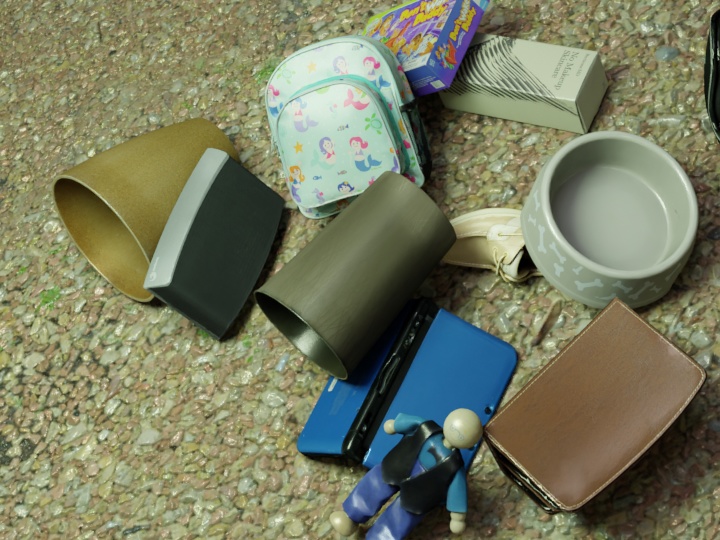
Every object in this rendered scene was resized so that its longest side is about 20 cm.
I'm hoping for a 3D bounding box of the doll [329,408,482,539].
[{"bbox_3d":[0.058,0.215,1.508,0.137,0.048,0.200,50,116,20],"label":"doll"}]

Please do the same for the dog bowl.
[{"bbox_3d":[0.275,-0.061,1.606,0.197,0.059,0.203,3,65,-5],"label":"dog bowl"}]

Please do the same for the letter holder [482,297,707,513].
[{"bbox_3d":[0.246,0.156,1.496,0.200,0.101,0.142,-43,54,-9],"label":"letter holder"}]

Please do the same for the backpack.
[{"bbox_3d":[-0.021,-0.172,1.744,0.175,0.150,0.203,-14,94,16],"label":"backpack"}]

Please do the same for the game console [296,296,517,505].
[{"bbox_3d":[0.050,0.144,1.638,0.170,0.118,0.201,-9,47,56],"label":"game console"}]

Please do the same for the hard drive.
[{"bbox_3d":[-0.168,-0.035,1.775,0.042,0.134,0.202,-11,49,49],"label":"hard drive"}]

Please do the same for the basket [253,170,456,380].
[{"bbox_3d":[0.000,0.000,1.630,0.200,0.136,0.180,-47,13,-13],"label":"basket"}]

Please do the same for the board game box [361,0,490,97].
[{"bbox_3d":[0.059,-0.273,1.842,0.199,0.045,0.136,-10,48,54],"label":"board game box"}]

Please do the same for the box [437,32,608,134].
[{"bbox_3d":[0.192,-0.230,1.799,0.198,0.069,0.083,13,63,30],"label":"box"}]

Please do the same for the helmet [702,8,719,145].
[{"bbox_3d":[0.459,-0.192,1.585,0.197,0.193,0.200,-13,19,5],"label":"helmet"}]

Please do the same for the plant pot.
[{"bbox_3d":[-0.248,-0.095,1.843,0.185,0.188,0.200,27,55,34],"label":"plant pot"}]

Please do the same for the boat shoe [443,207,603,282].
[{"bbox_3d":[0.177,-0.023,1.662,0.197,0.074,0.070,-4,50,20],"label":"boat shoe"}]
